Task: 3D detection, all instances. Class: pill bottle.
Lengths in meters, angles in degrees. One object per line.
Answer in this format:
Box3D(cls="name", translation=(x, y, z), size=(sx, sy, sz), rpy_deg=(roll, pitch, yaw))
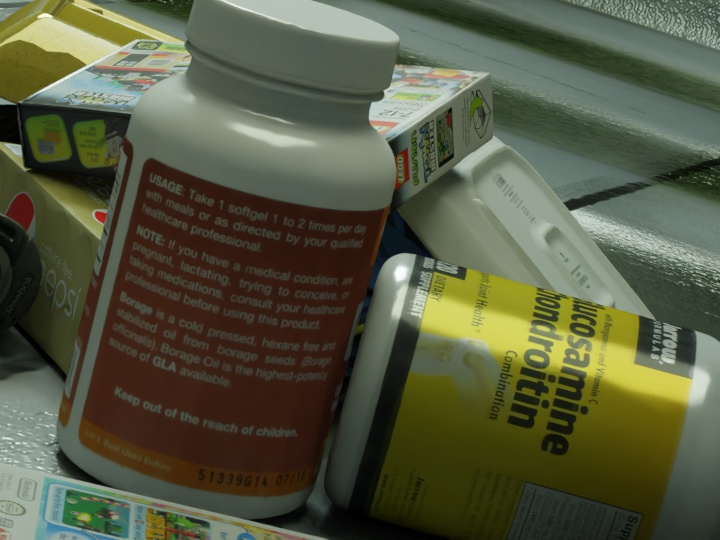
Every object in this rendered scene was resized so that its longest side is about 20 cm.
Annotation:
Box3D(cls="pill bottle", translation=(0.092, 0.070, 1.109), size=(0.199, 0.112, 0.112), rpy_deg=(15, 13, 0))
Box3D(cls="pill bottle", translation=(-0.049, -0.009, 1.080), size=(0.112, 0.201, 0.112), rpy_deg=(15, 13, -4))

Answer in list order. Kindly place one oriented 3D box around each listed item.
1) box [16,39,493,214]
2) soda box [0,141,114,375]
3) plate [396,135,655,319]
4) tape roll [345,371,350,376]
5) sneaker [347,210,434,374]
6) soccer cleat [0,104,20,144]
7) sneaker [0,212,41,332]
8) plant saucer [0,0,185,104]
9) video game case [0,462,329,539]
Box3D(cls="box", translation=(-0.049, -0.071, 1.256), size=(0.199, 0.035, 0.110), rpy_deg=(8, 24, 27))
Box3D(cls="soda box", translation=(-0.122, 0.001, 1.246), size=(0.064, 0.068, 0.200), rpy_deg=(9, 14, -27))
Box3D(cls="plate", translation=(0.097, 0.008, 1.321), size=(0.200, 0.032, 0.200), rpy_deg=(51, 16, 1))
Box3D(cls="tape roll", translation=(-0.045, 0.004, 1.395), size=(0.202, 0.037, 0.203), rpy_deg=(15, 14, -4))
Box3D(cls="sneaker", translation=(0.000, 0.000, 1.261), size=(0.078, 0.066, 0.200), rpy_deg=(8, 40, -56))
Box3D(cls="soccer cleat", translation=(-0.162, -0.056, 1.453), size=(0.073, 0.068, 0.200), rpy_deg=(26, 12, 41))
Box3D(cls="sneaker", translation=(-0.246, -0.018, 1.212), size=(0.199, 0.076, 0.091), rpy_deg=(20, 2, -11))
Box3D(cls="plant saucer", translation=(-0.115, -0.102, 1.466), size=(0.199, 0.049, 0.200), rpy_deg=(21, 9, -7))
Box3D(cls="video game case", translation=(-0.092, 0.114, 0.910), size=(0.181, 0.024, 0.200), rpy_deg=(14, 12, -7))
